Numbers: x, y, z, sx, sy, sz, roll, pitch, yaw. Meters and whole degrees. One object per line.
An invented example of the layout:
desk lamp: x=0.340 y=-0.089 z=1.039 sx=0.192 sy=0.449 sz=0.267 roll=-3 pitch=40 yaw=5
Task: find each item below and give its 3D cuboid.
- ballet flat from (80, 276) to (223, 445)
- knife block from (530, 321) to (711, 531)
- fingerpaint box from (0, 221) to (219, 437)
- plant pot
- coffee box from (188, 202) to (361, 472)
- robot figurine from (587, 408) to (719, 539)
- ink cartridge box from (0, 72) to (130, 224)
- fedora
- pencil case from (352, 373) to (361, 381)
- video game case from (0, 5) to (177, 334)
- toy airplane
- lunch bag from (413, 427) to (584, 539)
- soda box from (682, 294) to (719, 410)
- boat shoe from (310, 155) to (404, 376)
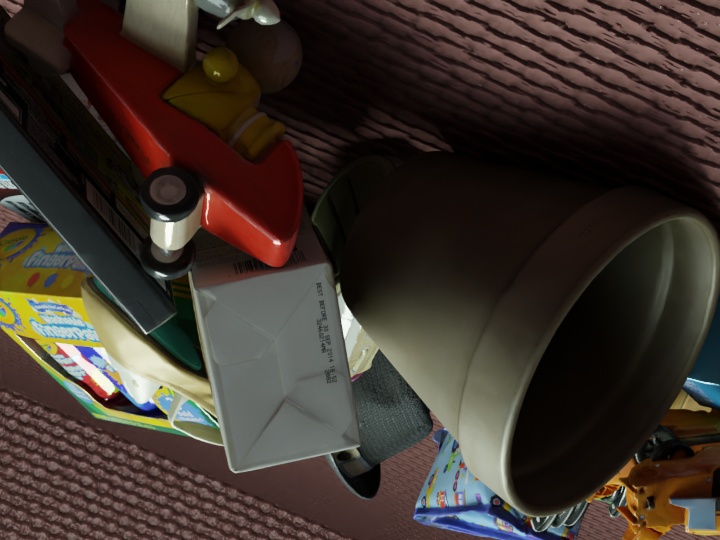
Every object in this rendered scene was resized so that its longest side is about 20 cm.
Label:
ballet flat: x=-0.121 y=0.075 z=1.155 sx=0.200 sy=0.063 sz=0.069 roll=35 pitch=-169 yaw=-31
knife block: x=0.158 y=0.099 z=1.177 sx=0.200 sy=0.175 sz=0.064 roll=40 pitch=-164 yaw=-50
fingerpaint box: x=-0.180 y=0.045 z=1.271 sx=0.200 sy=0.073 sz=0.167 roll=4 pitch=142 yaw=50
plant pot: x=0.086 y=0.016 z=1.015 sx=0.173 sy=0.200 sz=0.200 roll=33 pitch=172 yaw=31
coffee box: x=-0.059 y=0.025 z=1.026 sx=0.079 sy=0.113 sz=0.200 roll=-11 pitch=-162 yaw=-5
robot figurine: x=0.247 y=0.127 z=1.099 sx=0.199 sy=0.058 sz=0.145 roll=-3 pitch=-163 yaw=-14
ink cartridge box: x=-0.172 y=-0.067 z=1.250 sx=0.200 sy=0.084 sz=0.175 roll=6 pitch=158 yaw=46
fedora: x=0.008 y=0.099 z=1.508 sx=0.091 sy=0.201 sz=0.201 roll=-19 pitch=153 yaw=10
pencil case: x=-0.070 y=0.038 z=1.312 sx=0.091 sy=0.094 sz=0.200 roll=40 pitch=161 yaw=-34
video game case: x=-0.180 y=-0.076 z=0.986 sx=0.200 sy=0.025 sz=0.181 roll=52 pitch=-173 yaw=-25
toy airplane: x=-0.102 y=-0.109 z=0.952 sx=0.200 sy=0.141 sz=0.200 roll=20 pitch=135 yaw=60
lunch bag: x=0.114 y=0.146 z=1.444 sx=0.094 sy=0.151 sz=0.200 roll=29 pitch=164 yaw=-24
soda box: x=0.295 y=0.063 z=1.049 sx=0.199 sy=0.068 sz=0.064 roll=12 pitch=164 yaw=36
boat shoe: x=0.000 y=0.000 z=1.158 sx=0.068 sy=0.075 sz=0.200 roll=5 pitch=137 yaw=-26
